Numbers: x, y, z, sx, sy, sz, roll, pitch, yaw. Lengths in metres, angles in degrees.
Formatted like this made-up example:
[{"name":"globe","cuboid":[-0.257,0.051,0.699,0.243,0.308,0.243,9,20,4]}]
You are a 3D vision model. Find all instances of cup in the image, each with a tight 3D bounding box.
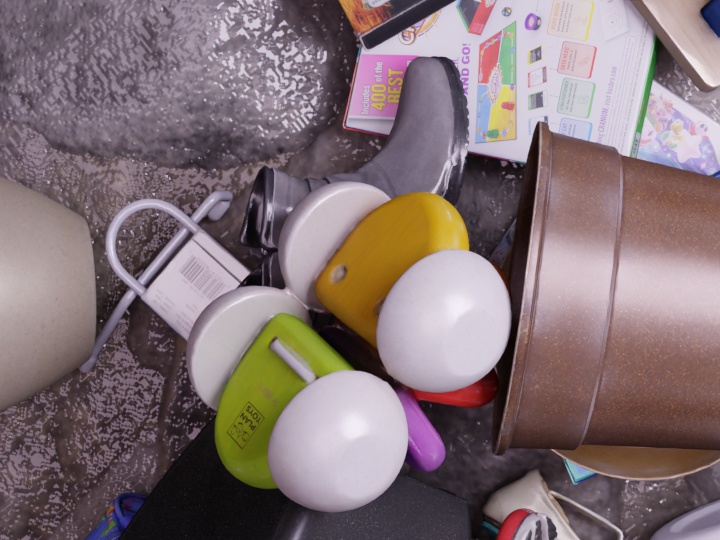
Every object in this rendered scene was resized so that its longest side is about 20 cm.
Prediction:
[{"name":"cup","cuboid":[-0.261,0.016,1.252,0.142,0.200,0.201,-2,94,-16]}]

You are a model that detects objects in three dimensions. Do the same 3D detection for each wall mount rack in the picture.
[{"name":"wall mount rack","cuboid":[-0.109,0.048,1.276,0.200,0.075,0.174,42,96,5]}]

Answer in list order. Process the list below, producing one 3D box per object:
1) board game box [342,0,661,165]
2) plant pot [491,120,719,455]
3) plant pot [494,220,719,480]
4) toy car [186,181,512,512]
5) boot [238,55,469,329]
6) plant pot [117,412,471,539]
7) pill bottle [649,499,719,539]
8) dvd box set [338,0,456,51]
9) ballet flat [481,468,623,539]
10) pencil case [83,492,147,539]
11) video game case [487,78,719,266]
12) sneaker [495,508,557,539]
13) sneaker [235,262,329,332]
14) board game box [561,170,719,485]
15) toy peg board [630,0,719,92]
[{"name":"board game box","cuboid":[0.100,-0.151,1.226,0.199,0.040,0.154,13,94,14]},{"name":"plant pot","cuboid":[0.188,0.025,1.075,0.197,0.200,0.201,9,95,2]},{"name":"plant pot","cuboid":[0.184,0.036,1.178,0.199,0.027,0.201,1,94,10]},{"name":"toy car","cuboid":[0.008,0.057,1.062,0.200,0.175,0.150,-49,129,-3]},{"name":"boot","cuboid":[-0.005,-0.053,1.157,0.131,0.070,0.201,10,75,-16]},{"name":"plant pot","cuboid":[-0.041,0.203,1.191,0.199,0.200,0.178,27,80,-35]},{"name":"pill bottle","cuboid":[0.273,0.255,1.199,0.110,0.111,0.201,-21,90,11]},{"name":"dvd box set","cuboid":[0.020,-0.267,1.215,0.146,0.029,0.201,-28,72,4]},{"name":"ballet flat","cuboid":[0.171,0.215,1.243,0.200,0.069,0.069,44,100,5]},{"name":"pencil case","cuboid":[-0.202,0.254,1.297,0.200,0.087,0.078,-50,63,9]},{"name":"video game case","cuboid":[0.183,-0.021,1.243,0.143,0.018,0.200,35,99,7]},{"name":"sneaker","cuboid":[0.073,0.237,1.227,0.085,0.077,0.201,33,124,24]},{"name":"sneaker","cuboid":[0.000,0.000,1.222,0.200,0.076,0.092,-41,89,-22]},{"name":"board game box","cuboid":[0.203,0.034,1.211,0.199,0.045,0.153,-24,90,10]},{"name":"toy peg board","cuboid":[0.246,-0.257,1.143,0.199,0.098,0.200,-37,87,-11]}]
